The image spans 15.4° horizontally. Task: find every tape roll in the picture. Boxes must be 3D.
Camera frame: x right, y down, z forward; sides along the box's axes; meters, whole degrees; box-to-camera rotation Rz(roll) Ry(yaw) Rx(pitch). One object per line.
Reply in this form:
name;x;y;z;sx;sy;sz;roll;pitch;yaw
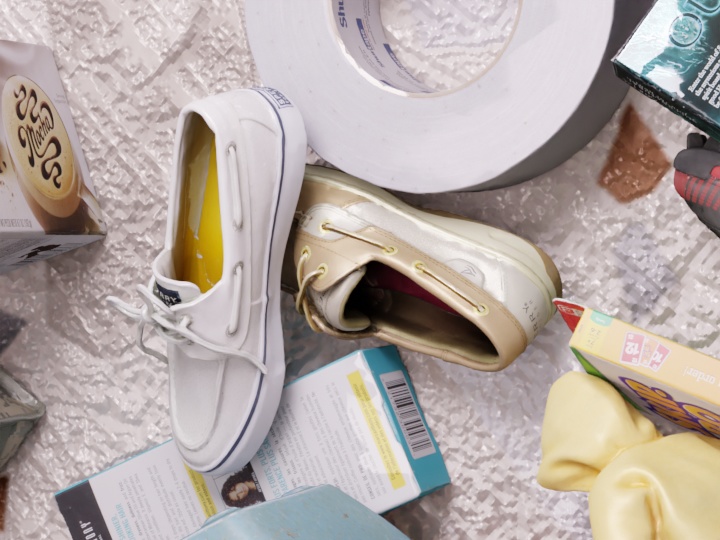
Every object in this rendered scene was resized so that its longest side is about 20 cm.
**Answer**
tape roll;0.043;-0.139;1.345;0.199;0.066;0.201;1;94;23

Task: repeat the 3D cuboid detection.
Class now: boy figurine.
boy figurine;0.153;0.122;1.257;0.200;0.124;0.065;36;131;29

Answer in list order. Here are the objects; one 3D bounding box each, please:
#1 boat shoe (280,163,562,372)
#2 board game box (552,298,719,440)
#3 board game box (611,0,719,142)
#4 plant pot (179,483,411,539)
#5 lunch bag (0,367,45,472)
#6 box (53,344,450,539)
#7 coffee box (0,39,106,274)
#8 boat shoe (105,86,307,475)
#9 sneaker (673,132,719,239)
boat shoe;0.000;0.000;1.356;0.199;0.066;0.074;13;137;22
board game box;0.185;0.068;1.278;0.199;0.096;0.030;25;81;21
board game box;0.228;-0.140;1.249;0.135;0.028;0.200;34;85;17
plant pot;-0.041;0.220;1.305;0.196;0.196;0.201;-30;82;23
lunch bag;-0.286;0.111;1.424;0.117;0.200;0.164;40;106;17
box;-0.058;0.116;1.408;0.199;0.049;0.083;-25;83;22
coffee box;-0.220;-0.058;1.385;0.080;0.200;0.114;-19;84;18
boat shoe;-0.082;0.010;1.326;0.074;0.086;0.203;27;114;39
sneaker;0.222;0.013;1.272;0.200;0.071;0.098;35;103;16
